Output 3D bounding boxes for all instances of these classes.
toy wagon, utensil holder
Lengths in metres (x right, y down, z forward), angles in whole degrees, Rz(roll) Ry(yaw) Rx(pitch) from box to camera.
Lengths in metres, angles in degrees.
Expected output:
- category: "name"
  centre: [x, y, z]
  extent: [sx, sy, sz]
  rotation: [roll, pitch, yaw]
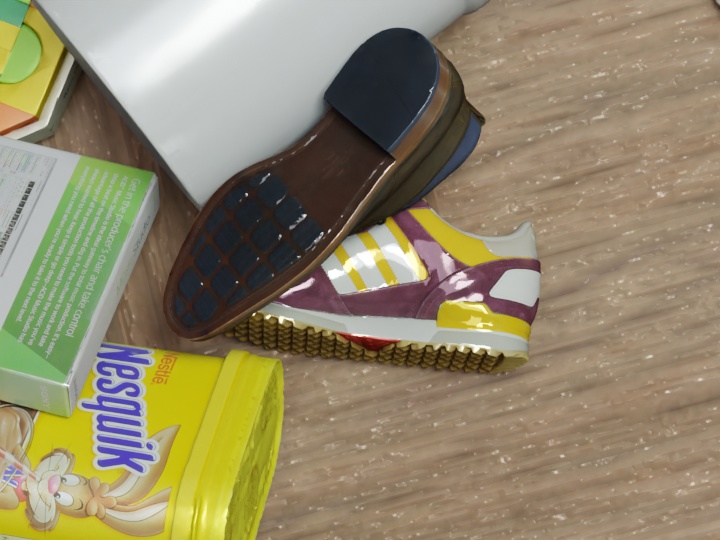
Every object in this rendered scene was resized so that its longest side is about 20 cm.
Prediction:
- category: "toy wagon"
  centre: [-0.257, -0.142, 1.119]
  extent: [0.199, 0.040, 0.156]
  rotation: [22, 84, 6]
- category: "utensil holder"
  centre: [-0.055, -0.152, 1.039]
  extent: [0.200, 0.170, 0.170]
  rotation: [-39, 82, -5]

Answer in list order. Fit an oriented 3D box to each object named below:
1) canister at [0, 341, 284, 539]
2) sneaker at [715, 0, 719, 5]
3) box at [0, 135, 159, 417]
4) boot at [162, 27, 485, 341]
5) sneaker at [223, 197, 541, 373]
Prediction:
- category: "canister"
  centre: [-0.153, 0.099, 1.034]
  extent: [0.199, 0.087, 0.149]
  rotation: [7, 39, 7]
- category: "sneaker"
  centre: [0.198, -0.224, 1.084]
  extent: [0.074, 0.079, 0.201]
  rotation: [-33, 81, 1]
- category: "box"
  centre: [-0.223, -0.011, 1.035]
  extent: [0.199, 0.036, 0.145]
  rotation: [13, 55, 9]
- category: "boot"
  centre: [-0.012, -0.030, 1.022]
  extent: [0.200, 0.097, 0.075]
  rotation: [-45, 62, 10]
- category: "sneaker"
  centre: [0.000, 0.000, 1.077]
  extent: [0.199, 0.075, 0.091]
  rotation: [9, 75, -2]
